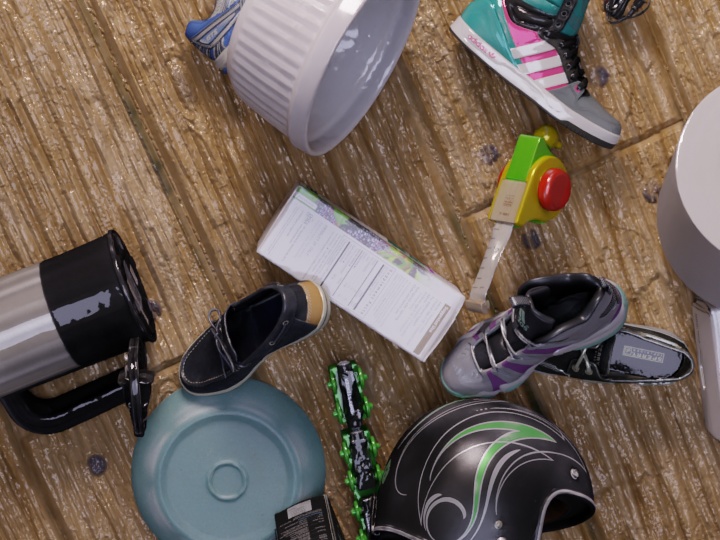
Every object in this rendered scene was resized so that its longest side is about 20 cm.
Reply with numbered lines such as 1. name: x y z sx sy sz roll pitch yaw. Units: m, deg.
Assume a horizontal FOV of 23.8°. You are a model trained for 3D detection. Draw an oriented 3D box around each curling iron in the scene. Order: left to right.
1. curling iron: 0.268 -0.340 1.671 0.049 0.025 0.201 9 95 34

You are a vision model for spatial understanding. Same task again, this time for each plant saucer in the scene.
1. plant saucer: -0.134 0.208 1.727 0.199 0.036 0.201 0 98 -3

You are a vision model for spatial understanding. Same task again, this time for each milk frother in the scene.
1. milk frother: -0.290 0.083 1.623 0.187 0.200 0.181 -22 102 1

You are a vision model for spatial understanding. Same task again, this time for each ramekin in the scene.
1. ramekin: -0.038 -0.219 1.595 0.105 0.200 0.201 31 96 13

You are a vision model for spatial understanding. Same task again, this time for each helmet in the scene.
1. helmet: 0.121 0.219 1.663 0.200 0.200 0.191 36 67 -6

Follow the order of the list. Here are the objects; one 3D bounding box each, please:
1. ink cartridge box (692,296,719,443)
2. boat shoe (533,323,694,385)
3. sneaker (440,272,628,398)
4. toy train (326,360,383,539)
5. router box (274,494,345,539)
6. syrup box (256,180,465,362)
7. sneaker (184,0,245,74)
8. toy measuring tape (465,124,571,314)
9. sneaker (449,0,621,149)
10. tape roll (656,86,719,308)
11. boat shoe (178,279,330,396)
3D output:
1. ink cartridge box: 0.443 0.088 1.709 0.199 0.085 0.147 -8 97 1
2. boat shoe: 0.235 0.077 1.709 0.199 0.064 0.071 5 97 -2
3. sneaker: 0.151 0.052 1.629 0.199 0.140 0.078 -30 70 10
4. toy train: -0.001 0.186 1.719 0.041 0.056 0.201 -11 97 -5
5. router box: -0.020 0.342 1.675 0.062 0.150 0.201 -21 109 0
6. syrup box: 0.000 0.000 1.682 0.199 0.079 0.082 33 95 -6
7. sneaker: -0.104 -0.289 1.643 0.085 0.077 0.201 30 95 -2
8. toy measuring tape: 0.159 -0.046 1.678 0.073 0.074 0.201 20 83 -5
9. sneaker: 0.199 -0.219 1.663 0.200 0.084 0.121 37 104 -5
10. tape roll: 0.388 -0.070 1.623 0.201 0.139 0.204 0 71 1
11. boat shoe: -0.116 0.063 1.657 0.200 0.062 0.075 -30 65 36
